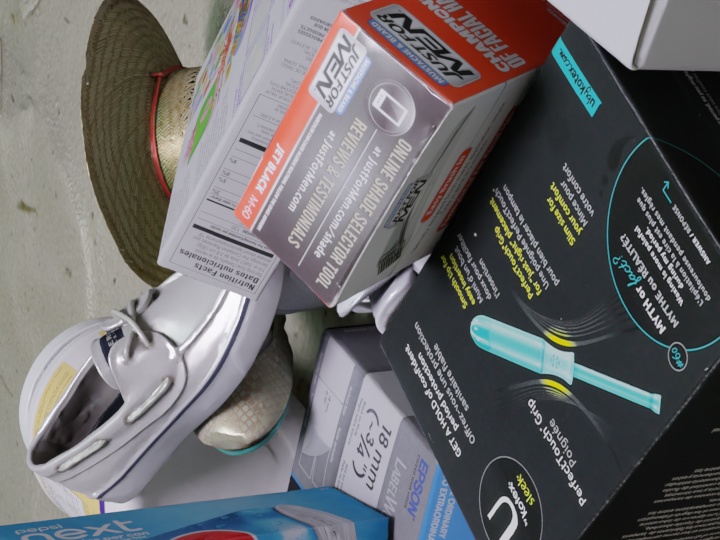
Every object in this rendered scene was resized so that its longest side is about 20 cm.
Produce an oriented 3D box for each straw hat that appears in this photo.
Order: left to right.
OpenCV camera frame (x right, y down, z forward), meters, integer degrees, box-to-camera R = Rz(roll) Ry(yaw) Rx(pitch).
[{"bbox_3d":[-0.097,-0.086,1.111,0.084,0.201,0.203,-11,80,17],"label":"straw hat"}]

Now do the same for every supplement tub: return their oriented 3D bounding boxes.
[{"bbox_3d":[-0.127,0.112,1.126,0.200,0.144,0.147,23,112,57],"label":"supplement tub"}]

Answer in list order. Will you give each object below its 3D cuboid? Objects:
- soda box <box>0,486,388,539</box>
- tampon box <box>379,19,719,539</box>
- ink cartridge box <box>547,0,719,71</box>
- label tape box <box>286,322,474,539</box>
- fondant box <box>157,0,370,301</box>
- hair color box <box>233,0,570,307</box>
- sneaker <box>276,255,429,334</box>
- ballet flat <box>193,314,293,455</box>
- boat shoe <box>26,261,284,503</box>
[{"bbox_3d":[-0.087,0.156,0.881,0.068,0.199,0.065,16,107,59],"label":"soda box"},{"bbox_3d":[0.121,0.019,0.716,0.150,0.125,0.200,64,142,32],"label":"tampon box"},{"bbox_3d":[0.118,-0.158,0.691,0.200,0.144,0.084,51,134,45],"label":"ink cartridge box"},{"bbox_3d":[0.035,0.138,0.932,0.200,0.063,0.145,45,130,49],"label":"label tape box"},{"bbox_3d":[-0.030,-0.105,0.849,0.145,0.058,0.200,-84,21,-44],"label":"fondant box"},{"bbox_3d":[0.046,-0.071,0.754,0.064,0.200,0.111,42,126,14],"label":"hair color box"},{"bbox_3d":[0.000,0.000,0.908,0.199,0.075,0.115,-31,36,39],"label":"sneaker"},{"bbox_3d":[-0.075,0.029,1.022,0.200,0.067,0.063,-92,-19,-61],"label":"ballet flat"},{"bbox_3d":[-0.114,0.047,0.950,0.200,0.065,0.072,-48,41,31],"label":"boat shoe"}]
